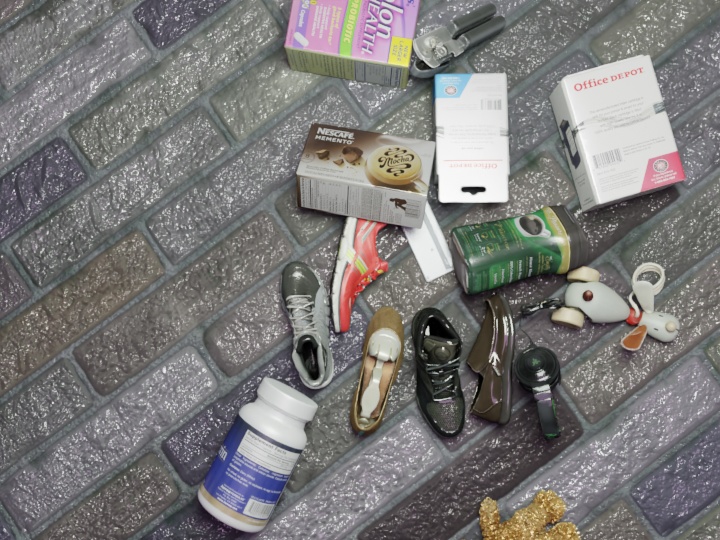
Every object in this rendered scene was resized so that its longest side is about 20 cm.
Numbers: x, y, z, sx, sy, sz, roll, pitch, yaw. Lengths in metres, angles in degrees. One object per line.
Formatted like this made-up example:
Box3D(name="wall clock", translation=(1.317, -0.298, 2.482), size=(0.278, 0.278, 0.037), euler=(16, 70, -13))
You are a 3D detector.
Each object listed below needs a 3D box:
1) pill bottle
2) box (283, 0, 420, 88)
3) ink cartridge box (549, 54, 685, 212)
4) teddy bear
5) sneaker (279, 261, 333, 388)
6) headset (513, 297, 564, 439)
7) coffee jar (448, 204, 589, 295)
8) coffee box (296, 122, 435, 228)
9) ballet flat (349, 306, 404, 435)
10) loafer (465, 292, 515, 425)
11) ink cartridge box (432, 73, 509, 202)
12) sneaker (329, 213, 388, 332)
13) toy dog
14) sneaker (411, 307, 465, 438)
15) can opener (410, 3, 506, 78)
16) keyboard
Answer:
Box3D(name="pill bottle", translation=(-0.149, 0.271, 1.064), size=(0.114, 0.116, 0.202), euler=(27, 85, 3))
Box3D(name="box", translation=(-0.007, -0.404, 1.130), size=(0.196, 0.097, 0.179), euler=(10, 85, 1))
Box3D(name="ink cartridge box", translation=(0.398, -0.212, 1.115), size=(0.142, 0.084, 0.203), euler=(-15, 86, -1))
Box3D(name="teddy bear", translation=(0.235, 0.414, 1.072), size=(0.196, 0.067, 0.148), euler=(-9, 83, -1))
Box3D(name="sneaker", translation=(-0.080, 0.080, 1.079), size=(0.074, 0.116, 0.203), euler=(-14, 85, -1))
Box3D(name="headset", translation=(0.279, 0.146, 1.066), size=(0.092, 0.123, 0.203), euler=(-14, 76, 13))
Box3D(name="coffee jar", translation=(0.242, -0.034, 1.089), size=(0.197, 0.086, 0.105), euler=(-13, 42, -3))
Box3D(name="coffee box", translation=(0.008, -0.146, 1.090), size=(0.196, 0.080, 0.114), euler=(11, 55, 5))
Box3D(name="ballet flat", translation=(0.026, 0.155, 1.094), size=(0.067, 0.072, 0.203), euler=(17, 85, 2))
Box3D(name="loafer", translation=(0.197, 0.134, 1.093), size=(0.070, 0.073, 0.204), euler=(2, 83, 2))
Box3D(name="ink cartridge box", translation=(0.172, -0.201, 1.125), size=(0.114, 0.067, 0.204), euler=(0, 85, 0))
Box3D(name="sneaker", translation=(0.000, 0.000, 1.108), size=(0.083, 0.077, 0.204), euler=(12, 86, -4))
Box3D(name="toy dog", translation=(0.395, 0.054, 1.086), size=(0.196, 0.096, 0.134), euler=(-3, 85, 0))
Box3D(name="sneaker", translation=(0.118, 0.156, 1.074), size=(0.075, 0.114, 0.203), euler=(-7, 87, 2))
Box3D(name="can opener", translation=(0.149, -0.361, 1.125), size=(0.199, 0.067, 0.054), euler=(-35, 85, -34))
Box3D(name="keyboard", translation=(0.090, -0.084, 1.146), size=(0.056, 0.011, 0.203), euler=(-25, 85, 4))
